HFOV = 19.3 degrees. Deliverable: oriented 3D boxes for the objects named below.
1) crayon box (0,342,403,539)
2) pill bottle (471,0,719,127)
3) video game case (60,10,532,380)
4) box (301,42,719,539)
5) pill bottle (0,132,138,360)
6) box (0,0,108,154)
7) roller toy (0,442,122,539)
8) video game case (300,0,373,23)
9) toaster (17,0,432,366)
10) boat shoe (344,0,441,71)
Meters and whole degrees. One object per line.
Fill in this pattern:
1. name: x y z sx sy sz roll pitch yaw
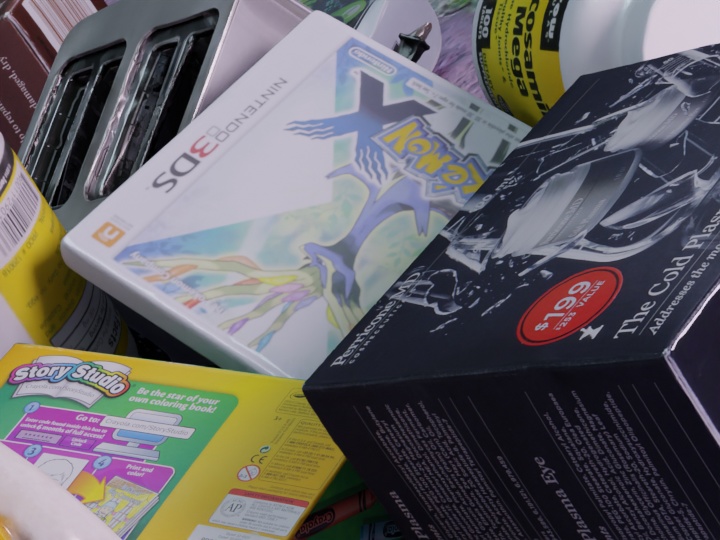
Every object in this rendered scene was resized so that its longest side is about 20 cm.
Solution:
1. crayon box: -0.088 0.096 0.849 0.200 0.058 0.119 6 41 32
2. pill bottle: 0.129 -0.101 0.949 0.112 0.113 0.200 -37 14 -7
3. video game case: 0.000 -0.018 0.938 0.200 0.022 0.182 31 59 23
4. box: 0.114 0.011 0.749 0.182 0.104 0.200 -10 30 51
5. pill bottle: -0.173 0.030 0.999 0.111 0.200 0.111 -21 32 14
6. box: -0.262 -0.100 1.512 0.200 0.164 0.166 -28 21 19
7. roller toy: -0.139 0.140 0.718 0.140 0.200 0.182 -48 19 -25
8. video game case: -0.056 -0.160 1.534 0.182 0.023 0.200 -28 21 18
9. toaster: -0.085 -0.054 1.106 0.181 0.119 0.200 -8 57 49
10. boat shoe: -0.014 -0.104 1.261 0.068 0.074 0.200 -25 26 33
